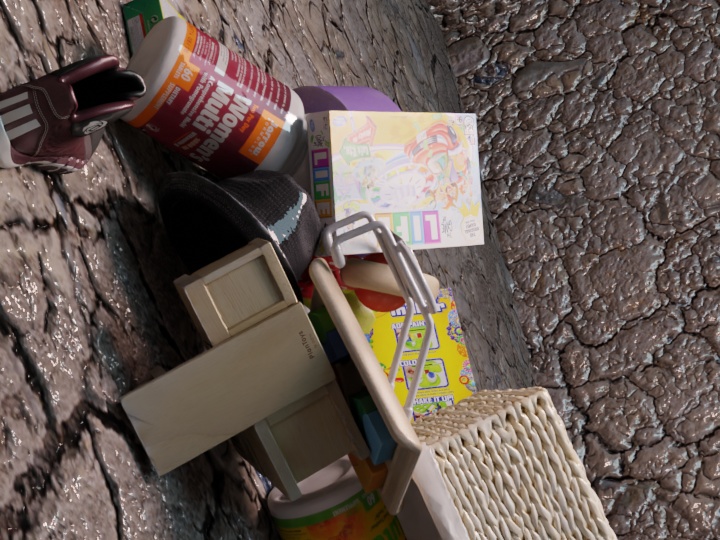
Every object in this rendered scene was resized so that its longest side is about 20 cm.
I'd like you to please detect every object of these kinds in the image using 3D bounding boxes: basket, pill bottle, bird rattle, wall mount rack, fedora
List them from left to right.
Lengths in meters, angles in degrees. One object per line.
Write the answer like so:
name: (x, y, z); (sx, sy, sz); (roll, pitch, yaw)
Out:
pill bottle: (-0.124, -0.145, 1.301); (0.200, 0.110, 0.110); (30, 32, -25)
fedora: (-0.095, -0.035, 1.248); (0.200, 0.092, 0.201); (37, -26, 21)
pill bottle: (-0.003, 0.286, 1.321); (0.111, 0.111, 0.201); (-63, 132, -73)
bird rattle: (0.000, 0.000, 1.408); (0.200, 0.163, 0.113); (58, 41, -73)
wall mount rack: (0.025, 0.037, 1.202); (0.200, 0.074, 0.174); (-130, -164, -82)
basket: (0.119, 0.227, 1.333); (0.200, 0.161, 0.198); (63, -16, -2)

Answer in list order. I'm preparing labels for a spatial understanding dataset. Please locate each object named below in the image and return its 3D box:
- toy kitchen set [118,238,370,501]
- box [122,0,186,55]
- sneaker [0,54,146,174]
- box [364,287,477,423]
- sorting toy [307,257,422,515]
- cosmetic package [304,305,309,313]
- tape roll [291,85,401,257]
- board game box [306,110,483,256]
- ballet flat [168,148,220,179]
toy kitchen set: (-0.127, 0.094, 1.169); (0.200, 0.163, 0.180); (66, -15, -14)
box: (-0.179, -0.198, 1.459); (0.200, 0.048, 0.118); (41, 31, -61)
sneaker: (-0.209, -0.124, 1.065); (0.200, 0.115, 0.076); (-47, 116, -75)
box: (0.050, 0.157, 1.556); (0.200, 0.122, 0.193); (100, -19, -57)
sorting toy: (-0.008, 0.107, 1.186); (0.185, 0.036, 0.200); (62, -13, 22)
cosmetic package: (-0.107, -0.013, 1.470); (0.200, 0.052, 0.151); (-25, 94, -77)
tape roll: (-0.030, -0.112, 1.578); (0.085, 0.200, 0.201); (-8, 76, -44)
board game box: (0.037, -0.086, 1.337); (0.200, 0.034, 0.135); (-6, 92, -42)
ballet flat: (-0.130, -0.117, 1.435); (0.064, 0.067, 0.200); (41, 13, 28)
